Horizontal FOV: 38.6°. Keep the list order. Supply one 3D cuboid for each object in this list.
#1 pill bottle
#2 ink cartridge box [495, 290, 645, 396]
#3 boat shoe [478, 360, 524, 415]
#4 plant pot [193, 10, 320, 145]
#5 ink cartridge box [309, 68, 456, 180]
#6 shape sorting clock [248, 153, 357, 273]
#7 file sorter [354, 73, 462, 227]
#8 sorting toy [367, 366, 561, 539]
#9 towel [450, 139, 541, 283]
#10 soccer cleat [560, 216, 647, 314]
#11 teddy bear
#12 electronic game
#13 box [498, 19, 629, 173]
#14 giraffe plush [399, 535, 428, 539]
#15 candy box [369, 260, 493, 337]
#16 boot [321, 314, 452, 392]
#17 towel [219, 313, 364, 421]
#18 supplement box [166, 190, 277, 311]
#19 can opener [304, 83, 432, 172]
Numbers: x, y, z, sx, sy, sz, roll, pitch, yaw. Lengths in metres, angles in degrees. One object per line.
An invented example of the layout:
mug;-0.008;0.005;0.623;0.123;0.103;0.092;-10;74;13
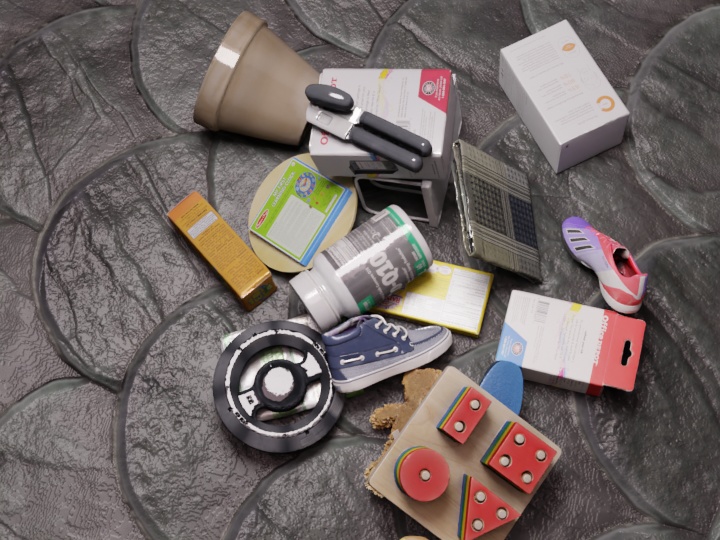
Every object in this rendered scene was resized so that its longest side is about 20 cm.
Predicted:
pill bottle;0.000;0.000;1.542;0.199;0.113;0.113;-35;69;-5
ink cartridge box;0.307;0.112;1.514;0.199;0.067;0.117;13;71;11
boat shoe;0.174;0.224;1.467;0.084;0.069;0.201;22;82;-5
plant pot;-0.153;-0.293;1.678;0.173;0.200;0.201;27;72;-2
ink cartridge box;0.036;-0.217;1.523;0.199;0.086;0.149;3;70;15
shape sorting clock;-0.093;-0.092;1.631;0.199;0.039;0.201;-7;72;24
file sorter;0.078;-0.196;1.627;0.124;0.139;0.201;10;69;13
sorting toy;0.148;0.267;1.389;0.200;0.070;0.199;37;81;-3
towel;0.203;-0.087;1.554;0.034;0.199;0.194;-21;64;36
soccer cleat;0.366;-0.025;1.535;0.068;0.073;0.201;-5;44;-21
teddy bear;0.079;0.241;1.482;0.144;0.067;0.201;-11;54;27
electronic game;-0.119;0.171;1.522;0.199;0.042;0.201;2;69;-5
box;0.324;-0.280;1.655;0.124;0.098;0.201;-25;67;-5
giraffe plush;0.083;0.475;1.351;0.172;0.163;0.200;34;54;25
candy box;0.098;0.032;1.591;0.199;0.026;0.103;14;73;12
boot;0.042;0.101;1.509;0.199;0.073;0.091;-22;109;-22
towel;-0.106;0.147;1.570;0.199;0.031;0.150;-14;70;-2
supplement box;-0.219;-0.031;1.629;0.069;0.067;0.200;-42;69;-11
can opener;0.005;-0.204;1.443;0.199;0.067;0.054;28;79;21
